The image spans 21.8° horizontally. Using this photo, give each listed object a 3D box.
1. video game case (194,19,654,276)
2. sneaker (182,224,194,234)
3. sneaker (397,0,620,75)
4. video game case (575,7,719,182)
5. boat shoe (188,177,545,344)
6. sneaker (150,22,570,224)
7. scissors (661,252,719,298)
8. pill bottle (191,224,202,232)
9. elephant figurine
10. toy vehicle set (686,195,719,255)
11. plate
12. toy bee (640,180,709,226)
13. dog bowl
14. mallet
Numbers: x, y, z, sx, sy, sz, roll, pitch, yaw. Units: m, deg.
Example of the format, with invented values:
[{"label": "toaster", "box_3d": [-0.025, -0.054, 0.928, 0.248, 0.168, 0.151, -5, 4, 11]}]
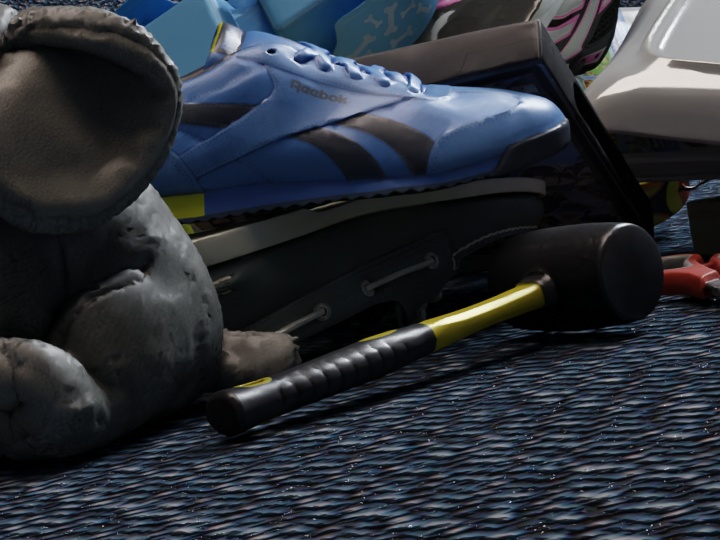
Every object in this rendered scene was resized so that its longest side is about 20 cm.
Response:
[{"label": "video game case", "box_3d": [0.016, -0.042, 0.868, 0.200, 0.026, 0.181, -10, -27, 20]}, {"label": "sneaker", "box_3d": [-0.154, -0.024, 0.842, 0.200, 0.084, 0.074, -5, 7, 35]}, {"label": "sneaker", "box_3d": [0.087, -0.118, 0.924, 0.080, 0.086, 0.200, 18, 61, 45]}, {"label": "video game case", "box_3d": [0.132, -0.093, 0.967, 0.200, 0.018, 0.143, -2, 40, -6]}, {"label": "boat shoe", "box_3d": [0.000, 0.000, 0.786, 0.200, 0.062, 0.073, -13, 3, -36]}, {"label": "sneaker", "box_3d": [-0.016, -0.064, 0.745, 0.200, 0.079, 0.066, -6, 4, -3]}, {"label": "scissors", "box_3d": [0.141, 0.008, 0.742, 0.073, 0.014, 0.200, -5, 7, 11]}, {"label": "pill bottle", "box_3d": [-0.098, -0.046, 1.025, 0.112, 0.113, 0.200, -13, -2, -41]}, {"label": "elephant figurine", "box_3d": [-0.126, -0.038, 0.649, 0.141, 0.200, 0.155, -7, 6, 22]}, {"label": "toy vehicle set", "box_3d": [0.253, -0.027, 0.842, 0.124, 0.027, 0.200, -11, 6, -20]}, {"label": "plate", "box_3d": [0.219, -0.107, 0.907, 0.199, 0.032, 0.200, 7, 27, 18]}, {"label": "toy bee", "box_3d": [0.147, -0.070, 1.050, 0.109, 0.131, 0.200, -37, 28, -21]}, {"label": "dog bowl", "box_3d": [-0.048, -0.114, 0.910, 0.200, 0.050, 0.112, -33, 45, 7]}, {"label": "mallet", "box_3d": [0.034, 0.022, 0.664, 0.066, 0.041, 0.200, -9, 8, 42]}]
